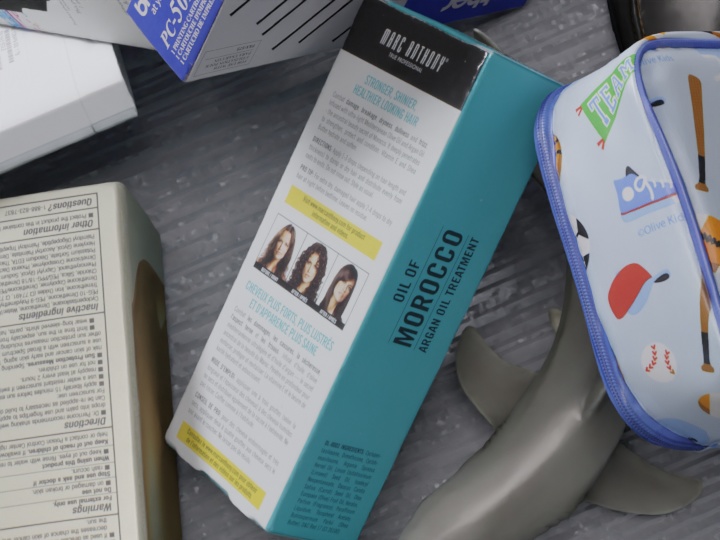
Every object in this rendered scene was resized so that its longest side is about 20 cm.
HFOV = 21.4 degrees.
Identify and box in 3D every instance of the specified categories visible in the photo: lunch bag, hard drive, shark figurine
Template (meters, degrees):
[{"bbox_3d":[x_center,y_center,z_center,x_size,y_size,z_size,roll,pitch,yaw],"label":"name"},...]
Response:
[{"bbox_3d":[0.164,-0.018,0.723,0.200,0.076,0.161,-4,70,-39],"label":"lunch bag"},{"bbox_3d":[-0.199,-0.065,0.816,0.200,0.027,0.132,-22,35,-1],"label":"hard drive"},{"bbox_3d":[0.086,0.016,0.756,0.128,0.090,0.215,7,68,-6],"label":"shark figurine"}]

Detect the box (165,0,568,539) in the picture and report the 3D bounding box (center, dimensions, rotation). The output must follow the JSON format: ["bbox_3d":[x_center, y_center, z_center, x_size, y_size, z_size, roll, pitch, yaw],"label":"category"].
[{"bbox_3d":[0.000,0.000,0.744,0.082,0.049,0.200,34,101,47],"label":"box"}]

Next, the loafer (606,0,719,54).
[{"bbox_3d":[0.142,-0.168,0.820,0.073,0.072,0.200,1,73,6],"label":"loafer"}]

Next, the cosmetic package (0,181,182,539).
[{"bbox_3d":[-0.130,0.074,0.774,0.105,0.071,0.200,-7,71,6],"label":"cosmetic package"}]

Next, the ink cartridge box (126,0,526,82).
[{"bbox_3d":[0.009,-0.138,0.759,0.200,0.094,0.044,-19,61,-43],"label":"ink cartridge box"}]

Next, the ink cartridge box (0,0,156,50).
[{"bbox_3d":[-0.130,-0.166,0.820,0.200,0.067,0.116,15,58,40],"label":"ink cartridge box"}]
